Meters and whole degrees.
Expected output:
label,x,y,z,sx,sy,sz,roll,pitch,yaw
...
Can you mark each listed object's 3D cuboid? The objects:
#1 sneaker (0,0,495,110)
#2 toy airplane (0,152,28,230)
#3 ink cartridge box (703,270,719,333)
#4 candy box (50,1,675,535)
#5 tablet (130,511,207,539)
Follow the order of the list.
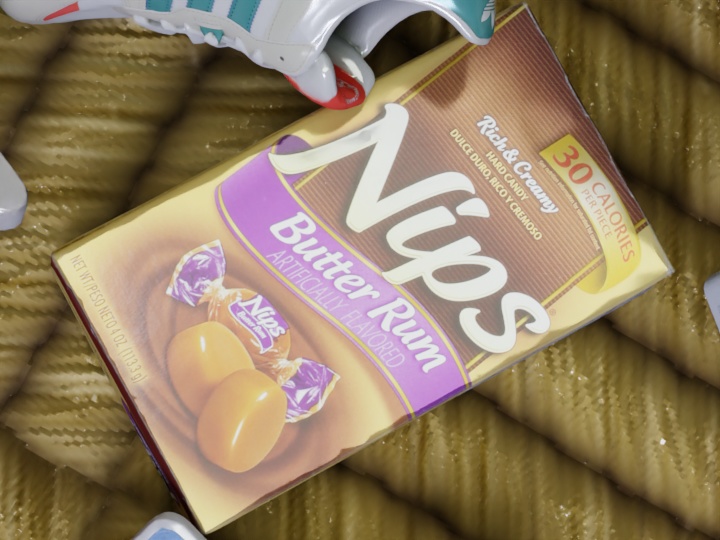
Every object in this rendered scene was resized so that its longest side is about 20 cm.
label,x,y,z,sx,sy,sz,roll,pitch,yaw
sneaker,-0.041,-0.097,1.050,0.199,0.070,0.094,-13,91,23
toy airplane,-0.214,-0.035,1.020,0.199,0.141,0.200,8,63,9
ink cartridge box,0.200,0.047,1.021,0.083,0.200,0.146,-19,86,-7
candy box,0.000,0.000,1.081,0.200,0.056,0.117,-29,86,-9
tablet,-0.041,0.197,1.054,0.200,0.014,0.130,45,105,0
